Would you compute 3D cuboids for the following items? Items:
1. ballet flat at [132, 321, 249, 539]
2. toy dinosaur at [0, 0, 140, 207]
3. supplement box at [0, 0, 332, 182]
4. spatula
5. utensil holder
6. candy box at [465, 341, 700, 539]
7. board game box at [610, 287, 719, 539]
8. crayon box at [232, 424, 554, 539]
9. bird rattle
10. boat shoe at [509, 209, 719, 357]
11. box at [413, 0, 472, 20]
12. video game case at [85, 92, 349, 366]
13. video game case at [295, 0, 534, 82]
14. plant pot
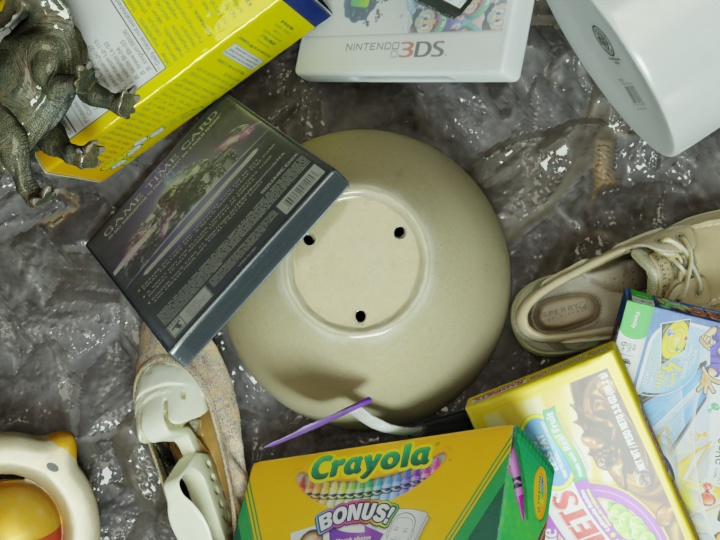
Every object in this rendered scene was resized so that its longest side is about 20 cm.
[{"bbox_3d":[-0.109,0.118,0.998,0.068,0.067,0.202,-23,83,25],"label":"ballet flat"},{"bbox_3d":[-0.201,-0.099,0.925,0.102,0.077,0.202,32,107,27],"label":"toy dinosaur"},{"bbox_3d":[-0.136,-0.159,0.995,0.199,0.109,0.109,-34,84,8],"label":"supplement box"},{"bbox_3d":[0.022,0.095,0.959,0.056,0.199,0.021,-29,66,40],"label":"spatula"},{"bbox_3d":[0.232,-0.194,0.968,0.199,0.170,0.171,-34,84,1],"label":"utensil holder"},{"bbox_3d":[0.150,0.154,0.956,0.101,0.026,0.202,-23,98,17],"label":"candy box"},{"bbox_3d":[0.207,0.124,0.975,0.134,0.034,0.202,13,105,4],"label":"board game box"},{"bbox_3d":[0.013,0.169,0.930,0.198,0.058,0.120,-13,47,32],"label":"crayon box"},{"bbox_3d":[-0.248,0.180,0.993,0.161,0.113,0.202,-9,87,-15],"label":"bird rattle"},{"bbox_3d":[0.194,0.008,1.002,0.198,0.065,0.073,-17,84,1],"label":"boat shoe"},{"bbox_3d":[0.068,-0.282,0.945,0.200,0.043,0.161,-50,52,21],"label":"box"},{"bbox_3d":[-0.096,-0.033,0.965,0.143,0.200,0.019,-48,120,-2],"label":"video game case"},{"bbox_3d":[0.044,-0.222,0.996,0.181,0.024,0.202,6,83,43],"label":"video game case"},{"bbox_3d":[0.000,0.000,0.977,0.198,0.134,0.203,0,84,3],"label":"plant pot"}]
